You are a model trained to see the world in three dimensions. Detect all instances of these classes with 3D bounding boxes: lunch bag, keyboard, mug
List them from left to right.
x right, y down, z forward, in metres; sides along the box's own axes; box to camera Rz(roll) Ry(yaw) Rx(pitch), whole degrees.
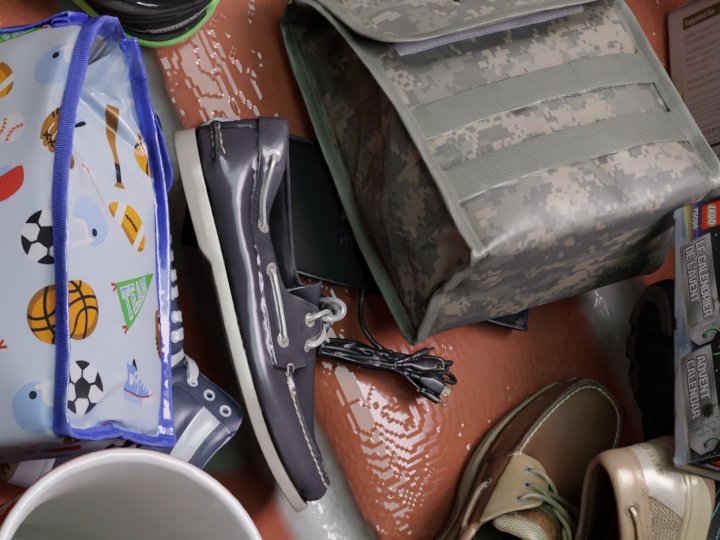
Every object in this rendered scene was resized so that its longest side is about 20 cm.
[{"bbox_3d":[-0.178,-0.012,1.272,0.124,0.170,0.201,15,69,-66],"label":"lunch bag"},{"bbox_3d":[-0.119,0.169,1.255,0.177,0.200,0.134,26,69,-19],"label":"mug"},{"bbox_3d":[0.000,0.000,1.447,0.200,0.021,0.127,15,68,-21],"label":"keyboard"},{"bbox_3d":[0.067,-0.086,1.436,0.164,0.118,0.200,-15,66,-28],"label":"lunch bag"}]

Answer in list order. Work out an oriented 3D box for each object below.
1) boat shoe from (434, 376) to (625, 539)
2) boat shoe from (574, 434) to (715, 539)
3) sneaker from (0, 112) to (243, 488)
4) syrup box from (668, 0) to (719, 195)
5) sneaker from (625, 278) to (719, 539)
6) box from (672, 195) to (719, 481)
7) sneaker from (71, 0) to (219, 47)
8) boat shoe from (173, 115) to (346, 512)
[{"bbox_3d":[0.081,0.141,1.425,0.076,0.074,0.200,41,66,-13],"label":"boat shoe"},{"bbox_3d":[0.125,0.177,1.406,0.064,0.071,0.200,-5,113,-31],"label":"boat shoe"},{"bbox_3d":[-0.104,0.022,1.363,0.108,0.070,0.200,19,78,-17],"label":"sneaker"},{"bbox_3d":[0.229,-0.056,1.531,0.079,0.081,0.201,3,78,-27],"label":"syrup box"},{"bbox_3d":[0.184,0.105,1.445,0.079,0.075,0.201,-1,101,-21],"label":"sneaker"},{"bbox_3d":[0.240,0.054,1.419,0.200,0.040,0.137,19,64,-39],"label":"box"},{"bbox_3d":[-0.156,-0.177,1.372,0.200,0.084,0.077,19,71,-21],"label":"sneaker"},{"bbox_3d":[-0.039,0.020,1.369,0.063,0.073,0.200,-16,96,-2],"label":"boat shoe"}]
